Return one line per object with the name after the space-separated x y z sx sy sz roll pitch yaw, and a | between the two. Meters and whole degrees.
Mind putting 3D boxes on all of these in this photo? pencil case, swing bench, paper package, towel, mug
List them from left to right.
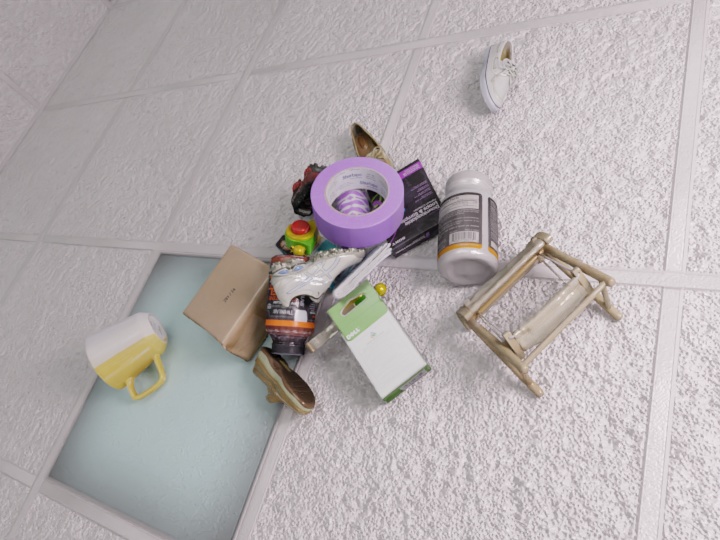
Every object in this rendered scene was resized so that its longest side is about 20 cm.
-0.545 0.196 1.365 0.152 0.189 0.149 -32 16 -3 | mug
-0.277 0.071 1.282 0.189 0.104 0.202 25 76 39 | paper package
-0.021 -0.139 1.282 0.085 0.083 0.203 -37 44 32 | pencil case
0.000 0.000 1.132 0.147 0.200 0.024 -43 93 -1 | towel
0.285 0.058 0.935 0.199 0.130 0.200 -44 48 -1 | swing bench

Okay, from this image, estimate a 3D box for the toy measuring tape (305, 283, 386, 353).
-0.025 0.094 1.134 0.199 0.073 0.074 -40 48 9 | toy measuring tape

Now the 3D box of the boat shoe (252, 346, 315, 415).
-0.160 0.239 1.137 0.077 0.071 0.200 -57 41 5 | boat shoe

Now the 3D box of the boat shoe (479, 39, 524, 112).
0.326 -0.450 1.270 0.085 0.074 0.205 -20 44 40 | boat shoe

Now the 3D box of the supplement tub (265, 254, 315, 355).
-0.144 0.074 1.177 0.105 0.106 0.205 -2 81 30 | supplement tub

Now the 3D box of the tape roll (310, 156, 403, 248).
-0.006 -0.147 1.191 0.195 0.066 0.203 -2 54 3 | tape roll

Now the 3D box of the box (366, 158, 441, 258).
0.104 -0.140 1.233 0.141 0.036 0.202 -30 51 11 | box

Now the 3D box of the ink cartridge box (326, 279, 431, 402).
0.033 0.131 1.049 0.103 0.059 0.201 -37 66 3 | ink cartridge box

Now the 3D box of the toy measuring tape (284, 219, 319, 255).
-0.126 -0.098 1.254 0.072 0.074 0.202 -14 35 22 | toy measuring tape

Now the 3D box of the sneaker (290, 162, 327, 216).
-0.117 -0.184 1.332 0.200 0.070 0.100 153 129 -64 | sneaker

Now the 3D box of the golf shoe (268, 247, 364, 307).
-0.080 0.011 1.119 0.196 0.099 0.078 -15 6 -12 | golf shoe

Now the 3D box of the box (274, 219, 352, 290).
-0.107 -0.038 1.285 0.199 0.049 0.083 33 80 40 | box

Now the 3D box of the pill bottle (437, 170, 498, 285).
0.207 -0.085 1.082 0.114 0.117 0.204 -9 56 26 | pill bottle

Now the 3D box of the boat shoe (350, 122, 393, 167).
0.020 -0.280 1.355 0.073 0.063 0.201 -34 50 6 | boat shoe
